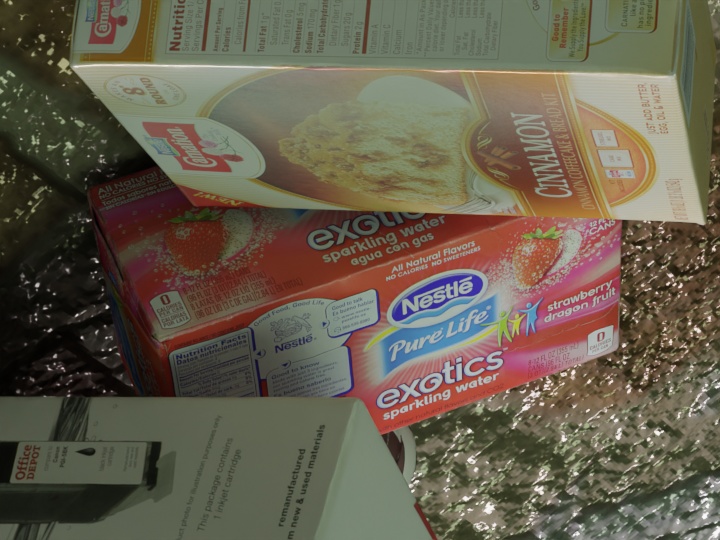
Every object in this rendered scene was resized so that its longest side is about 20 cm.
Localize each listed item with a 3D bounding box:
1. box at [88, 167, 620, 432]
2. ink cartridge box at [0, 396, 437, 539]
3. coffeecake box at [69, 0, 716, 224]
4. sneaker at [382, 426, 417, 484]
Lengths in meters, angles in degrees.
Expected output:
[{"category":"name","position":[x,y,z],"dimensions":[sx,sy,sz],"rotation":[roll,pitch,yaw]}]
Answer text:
[{"category":"box","position":[0.000,0.000,0.913],"dimensions":[0.199,0.096,0.100],"rotation":[-19,137,-13]},{"category":"ink cartridge box","position":[-0.077,0.121,0.855],"dimensions":[0.199,0.083,0.147],"rotation":[-2,141,24]},{"category":"coffeecake box","position":[0.019,-0.075,0.778],"dimensions":[0.199,0.074,0.154],"rotation":[2,165,13]},{"category":"sneaker","position":[-0.063,0.111,0.978],"dimensions":[0.200,0.076,0.116],"rotation":[-45,156,-13]}]
